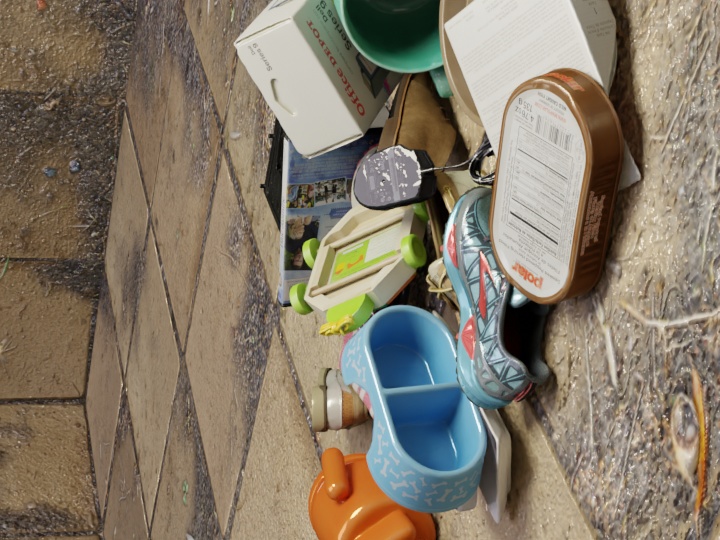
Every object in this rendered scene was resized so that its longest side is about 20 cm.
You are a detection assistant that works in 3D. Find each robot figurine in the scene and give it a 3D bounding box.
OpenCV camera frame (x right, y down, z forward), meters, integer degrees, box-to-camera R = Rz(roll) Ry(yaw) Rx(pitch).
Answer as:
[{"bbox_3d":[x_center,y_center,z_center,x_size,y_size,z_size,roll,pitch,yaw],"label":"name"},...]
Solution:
[{"bbox_3d":[0.009,0.267,1.512,0.118,0.142,0.200,-68,22,8],"label":"robot figurine"}]

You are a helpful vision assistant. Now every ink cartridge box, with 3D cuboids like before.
[{"bbox_3d":[0.162,-0.151,1.174,0.162,0.050,0.202,-28,85,58],"label":"ink cartridge box"},{"bbox_3d":[-0.029,-0.235,1.479,0.087,0.146,0.201,-18,26,36],"label":"ink cartridge box"}]

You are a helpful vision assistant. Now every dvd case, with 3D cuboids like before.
[{"bbox_3d":[-0.020,-0.059,1.551,0.018,0.141,0.202,-131,39,-56],"label":"dvd case"}]

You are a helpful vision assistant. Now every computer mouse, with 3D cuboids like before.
[{"bbox_3d":[0.078,-0.096,1.333,0.198,0.034,0.059,-10,81,33],"label":"computer mouse"}]

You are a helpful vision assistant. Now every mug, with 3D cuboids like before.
[{"bbox_3d":[0.042,-0.275,1.402,0.115,0.150,0.187,-107,24,-58],"label":"mug"}]

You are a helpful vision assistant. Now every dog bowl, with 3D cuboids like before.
[{"bbox_3d":[0.052,0.119,1.288,0.050,0.110,0.202,113,147,-50],"label":"dog bowl"}]

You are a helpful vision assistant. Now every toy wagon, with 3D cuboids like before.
[{"bbox_3d":[0.000,0.000,1.407,0.154,0.040,0.201,-24,34,31],"label":"toy wagon"}]

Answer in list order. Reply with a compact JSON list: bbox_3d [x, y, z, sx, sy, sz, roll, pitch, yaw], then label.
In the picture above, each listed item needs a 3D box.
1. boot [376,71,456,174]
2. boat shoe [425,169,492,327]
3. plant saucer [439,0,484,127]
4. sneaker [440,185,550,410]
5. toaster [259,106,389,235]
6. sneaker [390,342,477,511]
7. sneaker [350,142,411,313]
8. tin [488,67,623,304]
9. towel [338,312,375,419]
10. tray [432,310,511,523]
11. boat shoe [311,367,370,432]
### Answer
[{"bbox_3d":[0.063,-0.152,1.462,0.201,0.074,0.074,-76,-2,-46],"label":"boot"},{"bbox_3d":[0.096,0.000,1.352,0.074,0.065,0.203,129,138,-61],"label":"boat shoe"},{"bbox_3d":[0.133,-0.228,1.270,0.199,0.029,0.203,12,103,60],"label":"plant saucer"},{"bbox_3d":[0.134,0.018,1.260,0.095,0.079,0.203,-20,72,52],"label":"sneaker"},{"bbox_3d":[-0.038,-0.120,1.678,0.201,0.117,0.183,-116,32,-54],"label":"toaster"},{"bbox_3d":[0.060,0.142,1.357,0.073,0.070,0.202,94,162,-58],"label":"sneaker"},{"bbox_3d":[0.035,-0.039,1.520,0.075,0.080,0.203,-141,50,-66],"label":"sneaker"},{"bbox_3d":[0.155,-0.066,1.149,0.112,0.041,0.202,42,138,45],"label":"tin"},{"bbox_3d":[0.025,0.130,1.501,0.201,0.030,0.147,57,159,37],"label":"towel"},{"bbox_3d":[0.108,0.135,1.348,0.201,0.022,0.108,-114,17,-52],"label":"tray"},{"bbox_3d":[-0.019,0.157,1.678,0.200,0.067,0.076,-70,-21,-84],"label":"boat shoe"}]
